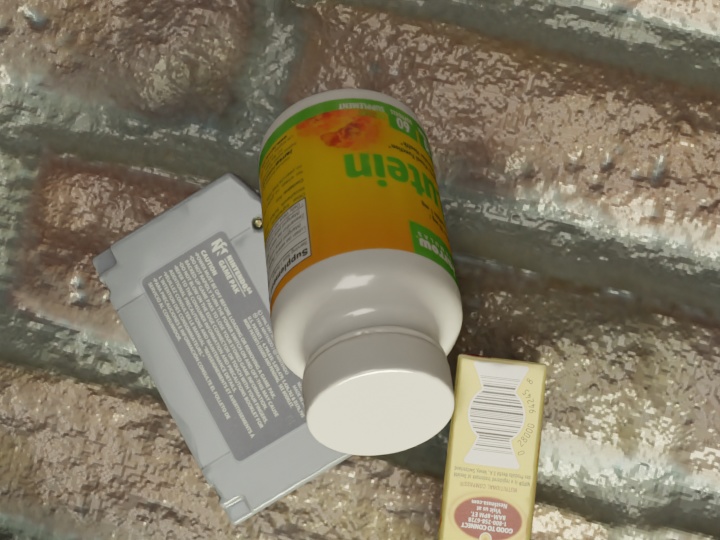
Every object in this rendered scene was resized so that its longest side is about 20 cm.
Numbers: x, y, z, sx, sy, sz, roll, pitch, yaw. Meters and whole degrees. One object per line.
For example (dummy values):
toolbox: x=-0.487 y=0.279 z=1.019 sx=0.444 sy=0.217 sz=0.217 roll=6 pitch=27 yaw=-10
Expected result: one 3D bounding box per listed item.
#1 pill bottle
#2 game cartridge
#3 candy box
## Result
pill bottle: x=0.000 y=0.000 z=0.724 sx=0.110 sy=0.112 sz=0.202 roll=-14 pitch=51 yaw=6
game cartridge: x=-0.075 y=0.046 z=0.812 sx=0.132 sy=0.042 sz=0.201 roll=-29 pitch=82 yaw=0
candy box: x=0.076 y=0.153 z=0.742 sx=0.055 sy=0.115 sz=0.203 roll=7 pitch=86 yaw=8
